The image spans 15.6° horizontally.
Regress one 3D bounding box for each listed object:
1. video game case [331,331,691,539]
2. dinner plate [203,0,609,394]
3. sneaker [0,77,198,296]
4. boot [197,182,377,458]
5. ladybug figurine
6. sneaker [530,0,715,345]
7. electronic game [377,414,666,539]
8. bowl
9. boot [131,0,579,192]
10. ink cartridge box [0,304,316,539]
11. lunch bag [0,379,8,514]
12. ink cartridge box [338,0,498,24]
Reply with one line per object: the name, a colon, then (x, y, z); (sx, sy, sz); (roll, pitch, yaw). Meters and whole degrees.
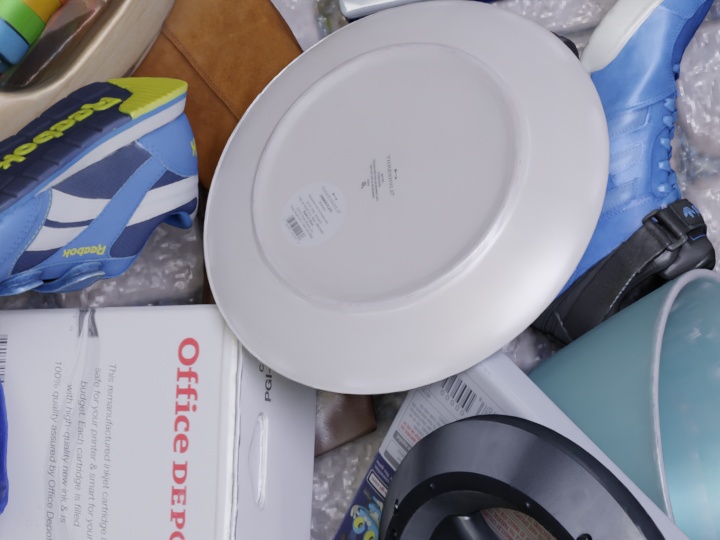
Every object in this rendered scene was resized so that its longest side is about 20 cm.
video game case: (0.073, 0.152, 1.170); (0.200, 0.023, 0.183); (45, 129, 25)
dinner plate: (0.015, -0.040, 1.185); (0.200, 0.024, 0.201); (-13, 59, 22)
sneaker: (-0.149, -0.018, 1.218); (0.200, 0.082, 0.074); (-32, 32, -32)
boot: (0.000, 0.000, 1.312); (0.186, 0.064, 0.201); (-7, 78, 21)
ladybug figurine: (-0.170, -0.136, 1.285); (0.136, 0.072, 0.200); (43, 80, -17)
sneaker: (0.143, -0.051, 1.289); (0.111, 0.077, 0.200); (36, 93, 17)
electronic game: (0.076, 0.158, 1.121); (0.042, 0.200, 0.200); (-19, 76, -37)
bowl: (0.132, 0.106, 1.228); (0.105, 0.201, 0.202); (-12, 80, 27)
boot: (-0.011, -0.092, 1.279); (0.188, 0.068, 0.200); (-50, 60, 16)
ink cartridge box: (-0.125, 0.093, 1.283); (0.199, 0.085, 0.146); (-2, 82, 29)
lunch bag: (-0.264, 0.066, 1.248); (0.170, 0.124, 0.200); (-32, 71, 26)
ink cartridge box: (0.071, -0.239, 1.346); (0.199, 0.041, 0.201); (-10, 81, 8)
